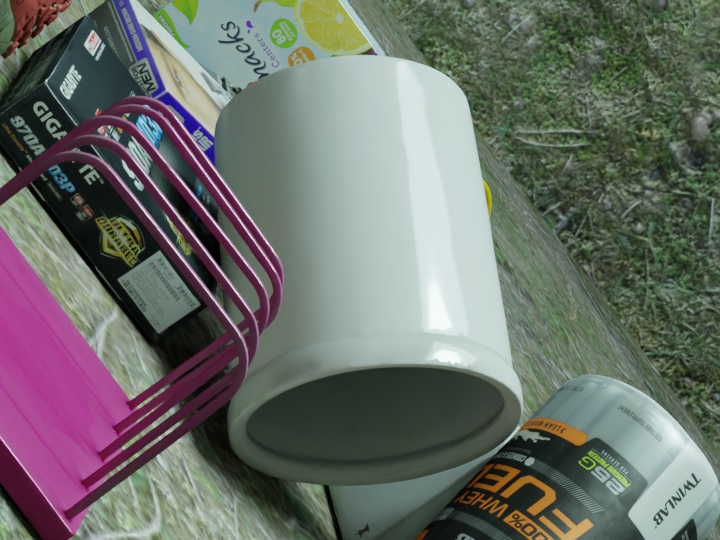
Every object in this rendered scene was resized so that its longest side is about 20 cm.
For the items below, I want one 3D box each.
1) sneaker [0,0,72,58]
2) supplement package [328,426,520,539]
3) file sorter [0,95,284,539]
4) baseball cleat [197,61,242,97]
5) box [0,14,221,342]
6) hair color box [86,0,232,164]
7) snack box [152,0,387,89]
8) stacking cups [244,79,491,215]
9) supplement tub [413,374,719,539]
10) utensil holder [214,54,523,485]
[{"bbox_3d":[-0.219,-0.191,1.530,0.082,0.078,0.200,46,3,-24],"label":"sneaker"},{"bbox_3d":[0.083,0.179,1.590,0.200,0.117,0.117,49,12,-29],"label":"supplement package"},{"bbox_3d":[-0.118,0.009,1.155,0.139,0.125,0.200,53,10,-8],"label":"file sorter"},{"bbox_3d":[-0.068,-0.112,1.866,0.200,0.106,0.070,47,17,-31],"label":"baseball cleat"},{"bbox_3d":[-0.144,-0.059,1.493,0.159,0.046,0.200,54,10,-13],"label":"box"},{"bbox_3d":[-0.114,-0.087,1.692,0.200,0.065,0.110,43,17,-47],"label":"hair color box"},{"bbox_3d":[-0.056,-0.149,1.943,0.201,0.142,0.053,54,9,-5],"label":"snack box"},{"bbox_3d":[-0.003,-0.068,1.634,0.199,0.061,0.061,30,-9,41],"label":"stacking cups"},{"bbox_3d":[0.103,0.166,1.435,0.122,0.200,0.123,36,-25,20],"label":"supplement tub"},{"bbox_3d":[0.000,0.000,1.459,0.170,0.169,0.201,41,38,-56],"label":"utensil holder"}]
